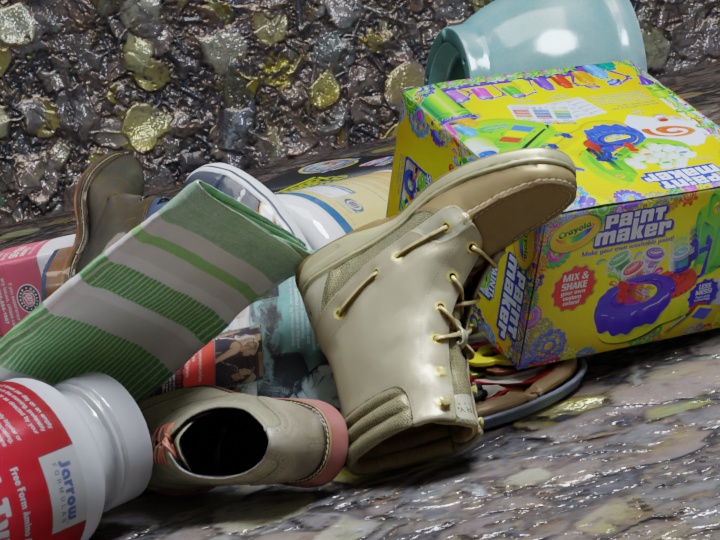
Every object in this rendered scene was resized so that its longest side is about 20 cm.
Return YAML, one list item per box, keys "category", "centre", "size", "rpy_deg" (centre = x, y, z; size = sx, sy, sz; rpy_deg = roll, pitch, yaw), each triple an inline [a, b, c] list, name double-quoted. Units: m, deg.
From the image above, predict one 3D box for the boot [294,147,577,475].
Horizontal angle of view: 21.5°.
- category: "boot"
  centre: [0.059, 0.026, 1.160]
  size: [0.200, 0.156, 0.073]
  rpy_deg: [-27, -35, 19]

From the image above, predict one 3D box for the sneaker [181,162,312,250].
- category: "sneaker"
  centre: [-0.079, 0.002, 1.351]
  size: [0.079, 0.200, 0.079]
  rpy_deg: [-19, -34, -41]

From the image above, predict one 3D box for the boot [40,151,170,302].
- category: "boot"
  centre: [-0.164, -0.026, 1.409]
  size: [0.097, 0.075, 0.200]
  rpy_deg: [-7, 37, 14]

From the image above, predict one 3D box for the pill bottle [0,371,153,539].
- category: "pill bottle"
  centre: [-0.225, 0.130, 1.117]
  size: [0.200, 0.113, 0.112]
  rpy_deg: [-21, 12, -42]

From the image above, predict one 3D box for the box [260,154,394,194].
- category: "box"
  centre: [-0.028, -0.065, 1.754]
  size: [0.160, 0.044, 0.200]
  rpy_deg: [0, 16, 38]

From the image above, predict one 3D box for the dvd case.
- category: "dvd case"
  centre: [-0.059, 0.060, 1.257]
  size: [0.199, 0.146, 0.022]
  rpy_deg: [-14, -29, 18]

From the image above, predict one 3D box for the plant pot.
- category: "plant pot"
  centre: [0.129, -0.136, 1.529]
  size: [0.134, 0.201, 0.200]
  rpy_deg: [-2, 5, -17]

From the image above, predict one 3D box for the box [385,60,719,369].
- category: "box"
  centre: [0.152, -0.046, 1.334]
  size: [0.199, 0.122, 0.193]
  rpy_deg: [-9, 34, -27]

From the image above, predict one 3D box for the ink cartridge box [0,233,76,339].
- category: "ink cartridge box"
  centre: [-0.182, 0.036, 1.524]
  size: [0.199, 0.147, 0.083]
  rpy_deg: [-12, 9, 8]

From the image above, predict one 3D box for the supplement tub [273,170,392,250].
- category: "supplement tub"
  centre: [0.000, 0.000, 1.471]
  size: [0.144, 0.145, 0.200]
  rpy_deg: [-5, 7, 42]

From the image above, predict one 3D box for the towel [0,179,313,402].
- category: "towel"
  centre: [-0.136, 0.029, 1.196]
  size: [0.200, 0.023, 0.152]
  rpy_deg: [-37, -29, 14]

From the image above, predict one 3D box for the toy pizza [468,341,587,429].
- category: "toy pizza"
  centre: [0.056, 0.077, 1.302]
  size: [0.199, 0.032, 0.200]
  rpy_deg: [-13, 9, 2]

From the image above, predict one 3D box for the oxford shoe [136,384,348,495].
- category: "oxford shoe"
  centre: [-0.105, 0.102, 1.181]
  size: [0.200, 0.071, 0.075]
  rpy_deg: [-9, -12, 38]
